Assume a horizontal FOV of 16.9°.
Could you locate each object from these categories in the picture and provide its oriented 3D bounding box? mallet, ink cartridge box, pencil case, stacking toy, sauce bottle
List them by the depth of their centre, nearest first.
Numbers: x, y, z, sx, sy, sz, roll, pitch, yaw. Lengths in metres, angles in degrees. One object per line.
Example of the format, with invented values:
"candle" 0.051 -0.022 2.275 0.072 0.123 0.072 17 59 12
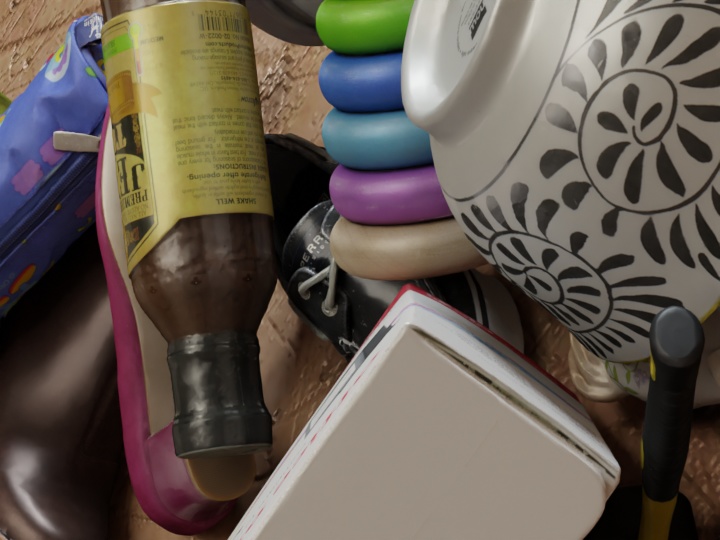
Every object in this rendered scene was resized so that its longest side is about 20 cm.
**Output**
"mallet" 0.093 0.060 0.766 0.041 0.201 0.066 -3 52 2
"ink cartridge box" 0.008 0.089 0.810 0.148 0.085 0.200 -55 -1 2
"stacking toy" 0.014 -0.103 0.914 0.085 0.085 0.202 8 112 54
"sauce bottle" -0.067 -0.025 0.994 0.064 0.064 0.202 -18 76 46
"pencil case" -0.164 -0.030 1.131 0.200 0.078 0.087 -43 19 14

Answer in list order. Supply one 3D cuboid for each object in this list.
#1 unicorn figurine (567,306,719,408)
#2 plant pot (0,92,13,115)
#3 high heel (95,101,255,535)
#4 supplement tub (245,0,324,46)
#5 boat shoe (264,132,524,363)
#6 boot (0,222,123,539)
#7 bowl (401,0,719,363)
"unicorn figurine" 0.135 0.015 0.824 0.200 0.073 0.138 -17 55 67
"plant pot" -0.251 -0.003 1.260 0.199 0.187 0.188 -33 43 17
"high heel" -0.086 0.014 1.066 0.096 0.067 0.202 144 112 -66
"supplement tub" 0.032 -0.180 1.005 0.199 0.144 0.146 -19 54 46
"boat shoe" 0.000 0.000 1.001 0.072 0.068 0.200 -53 36 15
"boot" -0.122 0.036 1.134 0.167 0.072 0.200 -52 33 21
"bowl" 0.073 -0.078 0.815 0.201 0.094 0.202 -163 90 -72
